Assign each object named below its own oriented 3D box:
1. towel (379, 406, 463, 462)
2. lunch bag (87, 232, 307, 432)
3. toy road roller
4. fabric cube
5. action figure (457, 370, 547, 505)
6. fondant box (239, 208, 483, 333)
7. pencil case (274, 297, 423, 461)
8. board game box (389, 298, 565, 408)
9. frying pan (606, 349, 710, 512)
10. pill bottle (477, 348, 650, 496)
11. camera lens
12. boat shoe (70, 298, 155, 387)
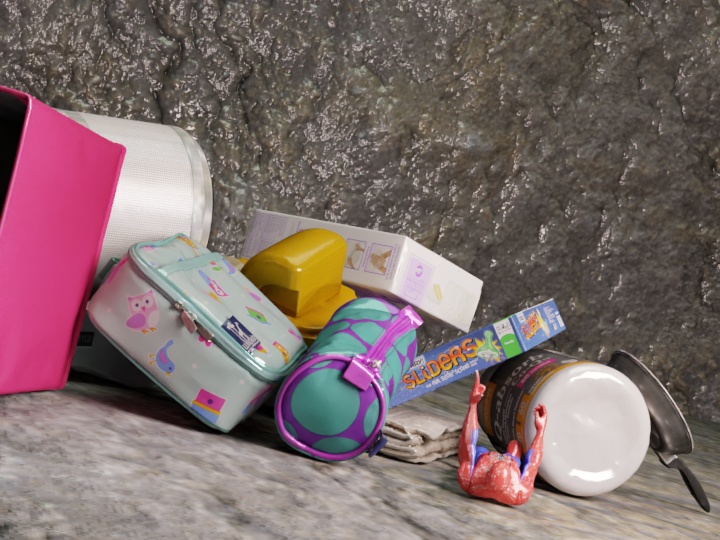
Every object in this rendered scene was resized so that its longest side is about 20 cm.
[{"bbox_3d":[0.018,0.136,1.168,0.132,0.035,0.200,15,-1,15],"label":"towel"},{"bbox_3d":[-0.126,0.041,1.031,0.160,0.077,0.200,45,7,2],"label":"lunch bag"},{"bbox_3d":[-0.087,0.023,1.204,0.199,0.147,0.123,25,32,26],"label":"toy road roller"},{"bbox_3d":[-0.302,-0.031,0.895,0.199,0.197,0.199,13,0,7],"label":"fabric cube"},{"bbox_3d":[0.110,0.128,1.027,0.065,0.100,0.200,13,2,3],"label":"action figure"},{"bbox_3d":[0.000,0.000,1.297,0.199,0.059,0.144,10,-11,39],"label":"fondant box"},{"bbox_3d":[-0.005,0.081,1.030,0.085,0.092,0.200,50,15,-4],"label":"pencil case"},{"bbox_3d":[0.108,0.074,1.210,0.135,0.035,0.200,-25,-5,18],"label":"board game box"},{"bbox_3d":[0.272,0.148,1.224,0.115,0.031,0.190,48,-13,43],"label":"frying pan"},{"bbox_3d":[0.178,0.134,1.208,0.116,0.117,0.200,14,-1,-13],"label":"pill bottle"},{"bbox_3d":[-0.240,-0.057,1.145,0.199,0.161,0.160,5,5,-34],"label":"camera lens"},{"bbox_3d":[-0.246,0.049,1.100,0.091,0.071,0.200,15,1,44],"label":"boat shoe"}]
